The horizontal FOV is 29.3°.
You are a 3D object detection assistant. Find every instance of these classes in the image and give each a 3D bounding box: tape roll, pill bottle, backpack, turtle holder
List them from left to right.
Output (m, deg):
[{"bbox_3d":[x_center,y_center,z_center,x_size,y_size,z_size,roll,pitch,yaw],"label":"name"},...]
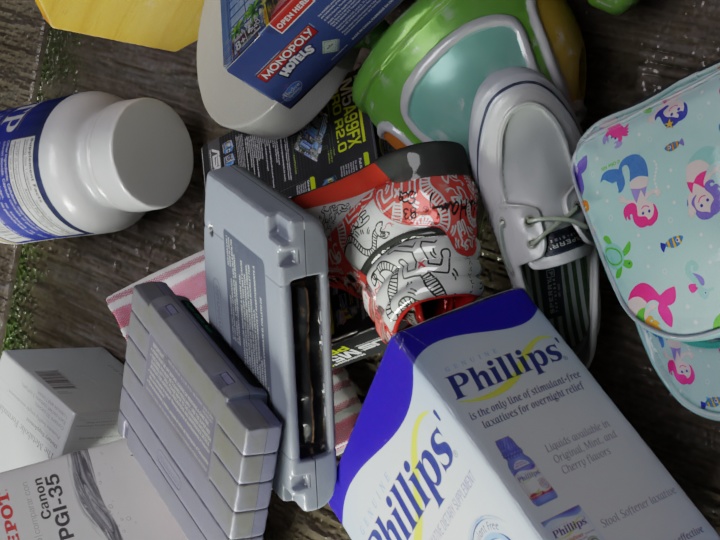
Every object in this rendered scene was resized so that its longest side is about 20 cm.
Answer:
[{"bbox_3d":[-0.240,-0.088,1.162,0.200,0.120,0.120,-5,86,39],"label":"pill bottle"},{"bbox_3d":[-0.055,-0.194,0.992,0.203,0.037,0.203,-28,54,49],"label":"tape roll"},{"bbox_3d":[0.091,-0.139,0.893,0.185,0.141,0.132,-36,78,-10],"label":"turtle holder"},{"bbox_3d":[0.222,-0.018,0.761,0.177,0.150,0.201,-25,78,36],"label":"backpack"}]

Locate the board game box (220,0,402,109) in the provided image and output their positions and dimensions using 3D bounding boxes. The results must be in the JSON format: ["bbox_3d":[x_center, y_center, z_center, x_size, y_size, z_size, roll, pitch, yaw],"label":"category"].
[{"bbox_3d":[-0.021,-0.241,0.875,0.200,0.062,0.200,-41,46,22],"label":"board game box"}]

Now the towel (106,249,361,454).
[{"bbox_3d":[-0.095,0.070,1.044,0.146,0.030,0.200,-26,68,-3],"label":"towel"}]

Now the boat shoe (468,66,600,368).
[{"bbox_3d":[0.118,-0.026,0.840,0.067,0.073,0.200,-114,3,-58],"label":"boat shoe"}]

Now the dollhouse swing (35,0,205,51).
[{"bbox_3d":[-0.177,-0.301,1.063,0.176,0.200,0.182,-44,63,31],"label":"dollhouse swing"}]

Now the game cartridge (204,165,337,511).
[{"bbox_3d":[-0.061,0.039,0.892,0.133,0.041,0.201,-138,42,-58],"label":"game cartridge"}]

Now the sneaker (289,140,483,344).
[{"bbox_3d":[0.000,0.000,0.880,0.201,0.067,0.108,-24,71,47],"label":"sneaker"}]

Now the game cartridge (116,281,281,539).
[{"bbox_3d":[-0.112,0.104,0.932,0.200,0.038,0.130,43,125,50],"label":"game cartridge"}]

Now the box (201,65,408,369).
[{"bbox_3d":[-0.036,-0.027,1.002,0.160,0.044,0.201,-23,63,29],"label":"box"}]

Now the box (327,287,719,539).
[{"bbox_3d":[0.086,0.149,0.827,0.200,0.105,0.184,54,145,28],"label":"box"}]

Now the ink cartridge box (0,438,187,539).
[{"bbox_3d":[-0.182,0.209,1.050,0.083,0.199,0.147,120,134,-67],"label":"ink cartridge box"}]

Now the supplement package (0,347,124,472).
[{"bbox_3d":[-0.260,0.180,1.178,0.114,0.109,0.201,32,109,37],"label":"supplement package"}]
